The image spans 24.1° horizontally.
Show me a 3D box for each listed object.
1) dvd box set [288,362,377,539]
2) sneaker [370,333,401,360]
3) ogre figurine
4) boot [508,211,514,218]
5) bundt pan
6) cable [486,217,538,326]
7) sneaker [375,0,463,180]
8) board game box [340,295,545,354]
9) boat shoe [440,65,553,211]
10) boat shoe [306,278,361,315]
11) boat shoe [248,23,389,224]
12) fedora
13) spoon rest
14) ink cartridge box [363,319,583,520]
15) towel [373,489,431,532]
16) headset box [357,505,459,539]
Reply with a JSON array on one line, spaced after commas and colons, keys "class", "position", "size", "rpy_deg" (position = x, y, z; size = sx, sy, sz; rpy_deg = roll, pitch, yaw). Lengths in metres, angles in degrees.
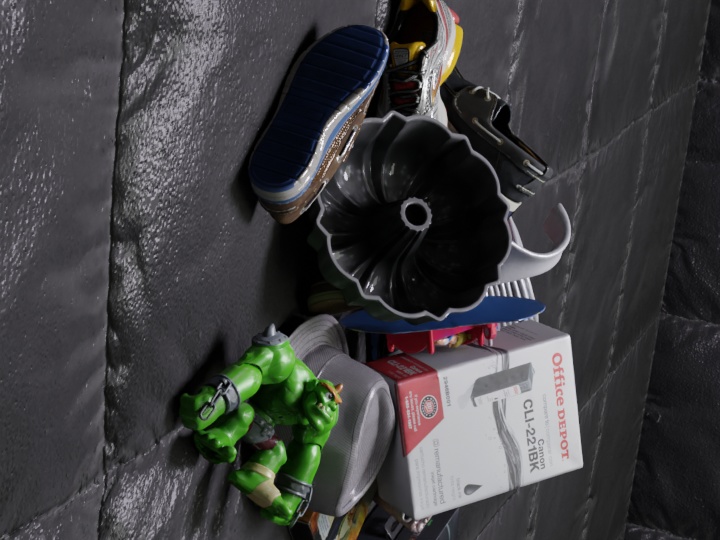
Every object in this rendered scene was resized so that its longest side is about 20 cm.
[{"class": "dvd box set", "position": [-0.016, 0.218, 1.772], "size": [0.147, 0.029, 0.201], "rpy_deg": [77, 31, -49]}, {"class": "sneaker", "position": [0.057, 0.060, 1.808], "size": [0.071, 0.082, 0.201], "rpy_deg": [-57, 152, -44]}, {"class": "ogre figurine", "position": [-0.079, 0.128, 1.450], "size": [0.200, 0.098, 0.120], "rpy_deg": [45, 67, -31]}, {"class": "boot", "position": [0.080, -0.064, 1.719], "size": [0.199, 0.075, 0.097], "rpy_deg": [23, 110, -49]}, {"class": "bundt pan", "position": [0.037, -0.041, 1.562], "size": [0.076, 0.201, 0.203], "rpy_deg": [-37, -152, 61]}, {"class": "cable", "position": [0.149, 0.001, 1.946], "size": [0.200, 0.069, 0.202], "rpy_deg": [-114, -169, -75]}, {"class": "sneaker", "position": [0.044, -0.184, 1.659], "size": [0.082, 0.077, 0.202], "rpy_deg": [43, 53, -61]}, {"class": "board game box", "position": [0.081, 0.060, 1.629], "size": [0.158, 0.198, 0.039], "rpy_deg": [-136, -139, -80]}, {"class": "boat shoe", "position": [0.125, -0.159, 1.734], "size": [0.068, 0.201, 0.072], "rpy_deg": [-42, 161, 27]}, {"class": "boat shoe", "position": [0.000, 0.000, 1.653], "size": [0.200, 0.072, 0.073], "rpy_deg": [-11, 88, -62]}, {"class": "boat shoe", "position": [-0.037, -0.128, 1.462], "size": [0.201, 0.072, 0.073], "rpy_deg": [-56, 158, -26]}, {"class": "fedora", "position": [-0.025, 0.151, 1.587], "size": [0.177, 0.090, 0.202], "rpy_deg": [-15, 120, -64]}, {"class": "spoon rest", "position": [0.136, -0.018, 1.700], "size": [0.199, 0.061, 0.100], "rpy_deg": [-16, 146, -31]}, {"class": "ink cartridge box", "position": [0.114, 0.145, 1.676], "size": [0.199, 0.084, 0.146], "rpy_deg": [-14, 106, -23]}, {"class": "towel", "position": [0.086, 0.182, 1.826], "size": [0.201, 0.032, 0.191], "rpy_deg": [-53, -169, -5]}, {"class": "headset box", "position": [0.040, 0.373, 1.934], "size": [0.174, 0.092, 0.202], "rpy_deg": [-45, 142, -57]}]
